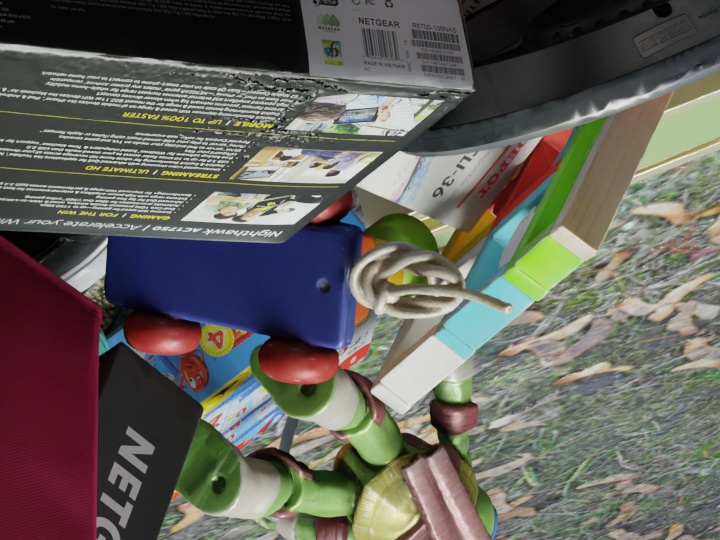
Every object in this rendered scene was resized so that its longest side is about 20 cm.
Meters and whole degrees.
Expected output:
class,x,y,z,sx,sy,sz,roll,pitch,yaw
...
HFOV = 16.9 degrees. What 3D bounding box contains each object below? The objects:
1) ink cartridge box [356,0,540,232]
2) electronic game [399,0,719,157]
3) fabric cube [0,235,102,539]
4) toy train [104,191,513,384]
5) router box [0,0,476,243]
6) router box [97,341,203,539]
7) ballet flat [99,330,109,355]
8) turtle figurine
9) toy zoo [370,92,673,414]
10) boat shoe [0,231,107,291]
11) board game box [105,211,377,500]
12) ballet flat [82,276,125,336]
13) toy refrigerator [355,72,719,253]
class,x,y,z,sx,sy,sz,roll,pitch,yaw
ink cartridge box,0.034,-0.091,1.063,0.117,0.067,0.200,-52,149,11
electronic game,0.101,-0.091,0.925,0.199,0.042,0.200,-22,-167,5
fabric cube,-0.230,0.083,0.912,0.196,0.200,0.200,35,116,-27
toy train,0.000,0.000,1.041,0.199,0.085,0.116,10,-170,29
router box,-0.082,-0.062,0.861,0.199,0.051,0.149,3,157,-31
router box,-0.157,0.144,1.022,0.052,0.200,0.157,40,130,-22
ballet flat,-0.208,0.038,1.089,0.199,0.068,0.064,-1,180,-39
turtle figurine,-0.014,0.073,1.214,0.143,0.201,0.194,-15,158,28
toy zoo,0.067,-0.015,1.074,0.020,0.131,0.200,36,143,-8
boat shoe,-0.117,-0.050,1.089,0.200,0.070,0.066,-32,155,27
board game box,-0.082,0.057,1.271,0.196,0.056,0.200,-37,170,-11
ballet flat,-0.128,-0.015,1.193,0.075,0.068,0.200,22,134,-27
toy refrigerator,0.097,-0.069,1.215,0.199,0.070,0.076,-21,159,7
